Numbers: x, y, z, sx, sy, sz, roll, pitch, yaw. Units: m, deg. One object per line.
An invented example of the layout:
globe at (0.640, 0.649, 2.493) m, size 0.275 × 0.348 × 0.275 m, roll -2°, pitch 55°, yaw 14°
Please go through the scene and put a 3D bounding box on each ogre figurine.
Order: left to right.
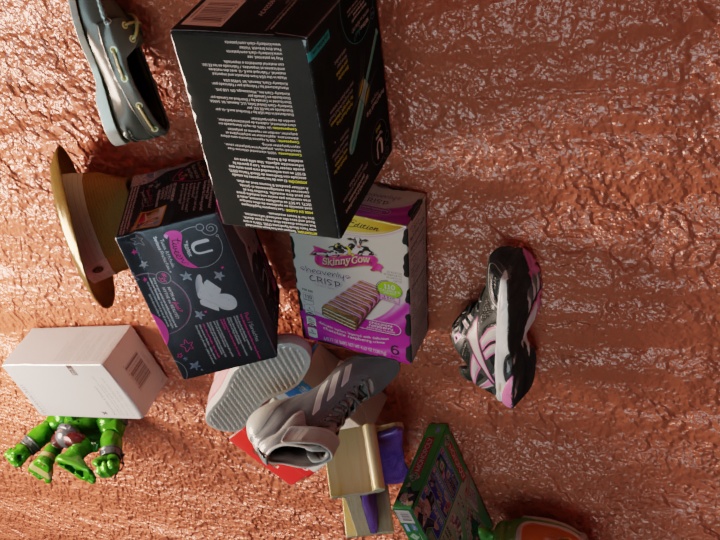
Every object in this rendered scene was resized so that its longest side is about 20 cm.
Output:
ogre figurine at (-0.423, 0.250, 1.468) m, size 0.200 × 0.120 × 0.098 m, roll -18°, pitch 124°, yaw 39°

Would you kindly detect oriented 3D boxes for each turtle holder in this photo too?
turtle holder at (0.233, 0.394, 1.244) m, size 0.131 × 0.141 × 0.186 m, roll -15°, pitch 112°, yaw 13°

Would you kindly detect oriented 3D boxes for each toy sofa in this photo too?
toy sofa at (0.016, 0.263, 1.217) m, size 0.097 × 0.083 × 0.200 m, roll -8°, pitch 150°, yaw 1°

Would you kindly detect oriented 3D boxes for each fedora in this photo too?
fedora at (-0.285, -0.056, 1.116) m, size 0.082 × 0.201 × 0.201 m, roll -16°, pitch 128°, yaw -6°

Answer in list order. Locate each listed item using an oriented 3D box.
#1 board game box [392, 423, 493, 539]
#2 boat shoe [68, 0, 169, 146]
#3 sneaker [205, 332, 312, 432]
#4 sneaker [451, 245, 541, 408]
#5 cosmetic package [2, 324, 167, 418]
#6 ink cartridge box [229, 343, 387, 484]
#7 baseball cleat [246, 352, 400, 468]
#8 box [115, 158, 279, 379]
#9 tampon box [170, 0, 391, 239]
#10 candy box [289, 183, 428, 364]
board game box at (0.108, 0.310, 1.234) m, size 0.029 × 0.135 × 0.200 m, roll -5°, pitch 126°, yaw 30°
boat shoe at (-0.242, -0.223, 0.983) m, size 0.060 × 0.072 × 0.202 m, roll -7°, pitch 121°, yaw 6°
sneaker at (-0.124, 0.107, 1.195) m, size 0.075 × 0.105 × 0.200 m, roll 27°, pitch 133°, yaw -21°
sneaker at (0.134, 0.060, 1.039) m, size 0.086 × 0.080 × 0.201 m, roll 19°, pitch 131°, yaw 27°
cosmetic package at (-0.386, 0.142, 1.378) m, size 0.199 × 0.081 × 0.113 m, roll -6°, pitch 128°, yaw 31°
ink cartridge box at (-0.072, 0.191, 1.267) m, size 0.116 × 0.067 × 0.200 m, roll 39°, pitch 135°, yaw -10°
baseball cleat at (-0.028, 0.164, 1.123) m, size 0.106 × 0.200 × 0.070 m, roll 51°, pitch 165°, yaw 47°
box at (-0.168, -0.005, 1.079) m, size 0.114 × 0.132 × 0.200 m, roll -13°, pitch 125°, yaw 6°
tampon box at (-0.061, -0.156, 0.887) m, size 0.126 × 0.150 × 0.200 m, roll 9°, pitch 132°, yaw 20°
candy box at (0.000, 0.000, 1.062) m, size 0.136 × 0.061 × 0.200 m, roll 12°, pitch 133°, yaw 19°
